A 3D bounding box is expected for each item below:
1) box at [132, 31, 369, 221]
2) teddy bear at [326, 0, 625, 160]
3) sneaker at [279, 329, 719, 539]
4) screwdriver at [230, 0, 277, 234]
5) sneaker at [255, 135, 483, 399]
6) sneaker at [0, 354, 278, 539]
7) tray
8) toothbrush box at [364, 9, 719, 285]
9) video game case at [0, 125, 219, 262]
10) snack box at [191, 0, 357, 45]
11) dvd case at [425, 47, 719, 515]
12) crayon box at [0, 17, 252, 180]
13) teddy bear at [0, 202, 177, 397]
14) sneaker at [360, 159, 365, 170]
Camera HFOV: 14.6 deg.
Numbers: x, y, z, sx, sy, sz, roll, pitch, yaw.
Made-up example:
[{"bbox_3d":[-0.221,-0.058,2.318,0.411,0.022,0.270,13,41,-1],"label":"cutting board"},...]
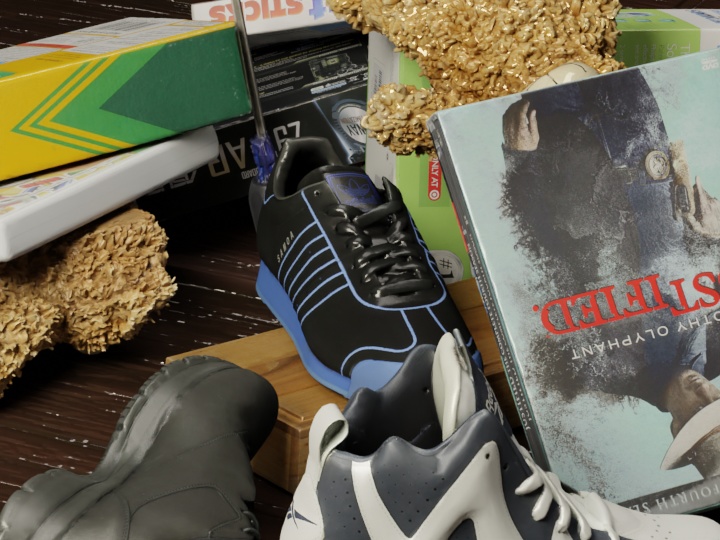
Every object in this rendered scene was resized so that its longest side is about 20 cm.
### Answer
[{"bbox_3d":[-0.084,-0.084,1.564,0.200,0.044,0.160,-17,22,-1],"label":"box"},{"bbox_3d":[0.065,-0.109,1.330,0.145,0.067,0.200,-8,52,-13],"label":"teddy bear"},{"bbox_3d":[0.063,0.084,1.108,0.199,0.130,0.079,-1,22,-12],"label":"sneaker"},{"bbox_3d":[-0.057,-0.084,1.439,0.029,0.200,0.028,-7,24,20],"label":"screwdriver"},{"bbox_3d":[0.000,0.000,1.292,0.070,0.078,0.200,-6,23,-24],"label":"sneaker"},{"bbox_3d":[-0.074,0.103,1.142,0.091,0.076,0.200,21,32,16],"label":"sneaker"},{"bbox_3d":[0.017,0.050,1.324,0.200,0.037,0.099,-15,27,-38],"label":"tray"},{"bbox_3d":[0.106,-0.060,1.459,0.200,0.146,0.086,-2,13,-10],"label":"toothbrush box"},{"bbox_3d":[-0.196,-0.036,1.396,0.182,0.023,0.200,-3,15,29],"label":"video game case"},{"bbox_3d":[0.013,-0.145,1.521,0.200,0.024,0.072,-6,-1,23],"label":"snack box"},{"bbox_3d":[0.125,0.010,1.231,0.146,0.200,0.022,-13,-11,-18],"label":"dvd case"},{"bbox_3d":[-0.173,-0.082,1.416,0.200,0.052,0.126,-16,13,-28],"label":"crayon box"},{"bbox_3d":[-0.188,0.022,1.343,0.200,0.067,0.145,-20,20,-35],"label":"teddy bear"},{"bbox_3d":[0.084,-0.048,1.555,0.104,0.060,0.200,10,18,30],"label":"sneaker"}]
